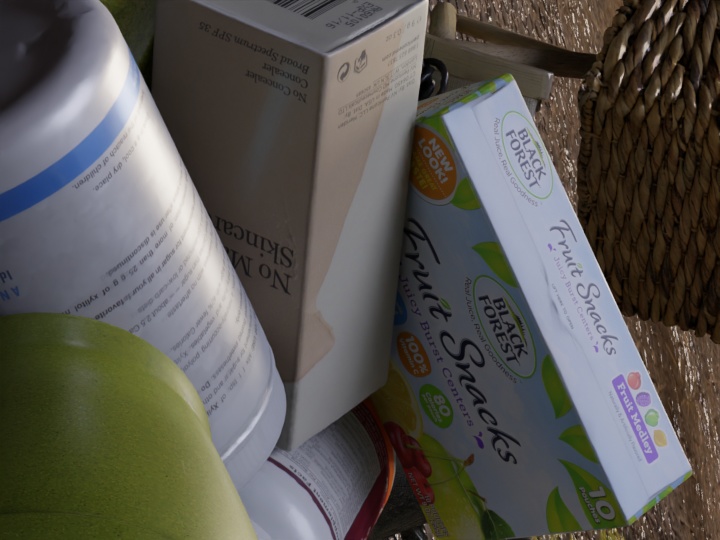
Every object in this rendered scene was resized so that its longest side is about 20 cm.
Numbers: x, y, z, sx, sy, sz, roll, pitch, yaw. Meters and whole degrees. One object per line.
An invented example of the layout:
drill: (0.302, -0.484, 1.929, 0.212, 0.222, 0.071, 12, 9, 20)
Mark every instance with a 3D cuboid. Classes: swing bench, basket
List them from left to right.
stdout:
swing bench: (0.045, -0.034, 1.550, 0.200, 0.130, 0.199, -18, 125, -70)
basket: (0.209, -0.066, 1.569, 0.200, 0.149, 0.143, 85, 26, -50)

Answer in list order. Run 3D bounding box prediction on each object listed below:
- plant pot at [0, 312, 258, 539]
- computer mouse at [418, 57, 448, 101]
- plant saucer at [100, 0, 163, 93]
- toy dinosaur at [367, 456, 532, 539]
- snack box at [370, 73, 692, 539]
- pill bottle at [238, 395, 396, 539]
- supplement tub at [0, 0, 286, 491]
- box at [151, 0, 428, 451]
plant pot: (-0.114, 0.121, 1.001, 0.193, 0.200, 0.201, -98, 167, -55)
computer mouse: (0.000, 0.000, 1.418, 0.046, 0.140, 0.200, 0, 74, -41)
plant saucer: (-0.083, -0.083, 1.256, 0.200, 0.048, 0.200, -63, 154, -7)
toy dinosaur: (0.001, 0.108, 1.429, 0.077, 0.200, 0.102, -62, 176, -49)
snack box: (0.052, 0.022, 1.283, 0.053, 0.142, 0.200, -32, 100, -36)
pill bottle: (-0.055, 0.117, 1.278, 0.200, 0.109, 0.110, -56, 132, -66)
supplement tub: (-0.121, -0.001, 1.113, 0.132, 0.132, 0.200, -79, 151, -51)
box: (-0.036, -0.033, 1.226, 0.078, 0.095, 0.200, -34, 138, -46)
